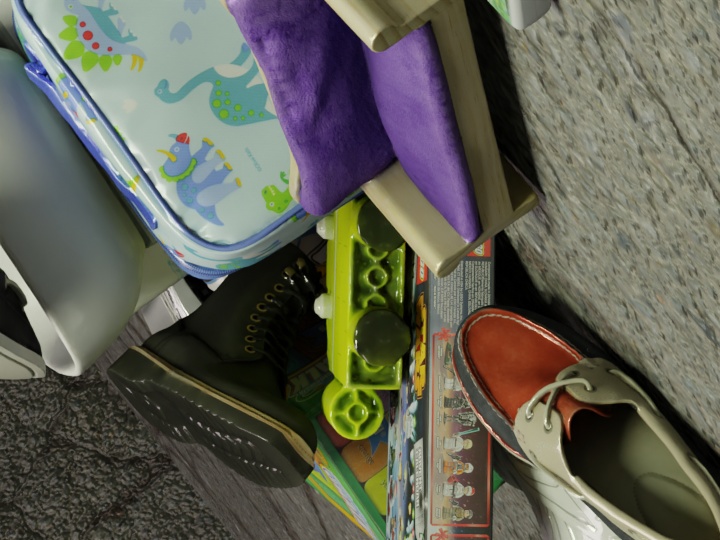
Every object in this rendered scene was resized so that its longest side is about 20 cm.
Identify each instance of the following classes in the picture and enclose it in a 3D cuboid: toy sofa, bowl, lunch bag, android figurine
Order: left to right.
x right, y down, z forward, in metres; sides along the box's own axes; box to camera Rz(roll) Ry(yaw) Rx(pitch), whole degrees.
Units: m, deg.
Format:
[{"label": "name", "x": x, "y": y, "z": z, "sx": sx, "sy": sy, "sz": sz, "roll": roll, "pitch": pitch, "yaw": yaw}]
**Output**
[{"label": "bowl", "x": -0.191, "y": -0.046, "z": 1.514, "sx": 0.200, "sy": 0.075, "sz": 0.200, "roll": 57, "pitch": 169, "yaw": -13}, {"label": "lunch bag", "x": -0.079, "y": -0.108, "z": 1.440, "sx": 0.200, "sy": 0.161, "sz": 0.082, "roll": 52, "pitch": 169, "yaw": 7}, {"label": "android figurine", "x": 0.000, "y": 0.000, "z": 1.559, "sx": 0.200, "sy": 0.041, "sz": 0.183, "roll": -147, "pitch": 58, "yaw": -81}, {"label": "toy sofa", "x": 0.012, "y": -0.081, "z": 1.298, "sx": 0.083, "sy": 0.097, "sz": 0.200, "roll": 48, "pitch": 167, "yaw": 32}]

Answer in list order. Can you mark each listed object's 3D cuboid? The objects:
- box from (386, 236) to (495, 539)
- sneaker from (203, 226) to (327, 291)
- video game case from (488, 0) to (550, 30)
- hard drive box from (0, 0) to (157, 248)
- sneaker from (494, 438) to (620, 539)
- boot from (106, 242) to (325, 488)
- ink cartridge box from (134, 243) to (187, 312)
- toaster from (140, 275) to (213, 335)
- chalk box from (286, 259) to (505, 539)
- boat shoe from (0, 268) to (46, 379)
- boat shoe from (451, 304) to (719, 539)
[{"label": "box", "x": 0.042, "y": 0.079, "z": 1.524, "sx": 0.137, "sy": 0.040, "sz": 0.201, "roll": 143, "pitch": 129, "yaw": -79}, {"label": "sneaker", "x": -0.049, "y": 0.001, "z": 1.820, "sx": 0.073, "sy": 0.072, "sz": 0.200, "roll": 51, "pitch": -169, "yaw": 8}, {"label": "video game case", "x": 0.008, "y": -0.210, "z": 1.114, "sx": 0.182, "sy": 0.022, "sz": 0.200, "roll": 50, "pitch": 169, "yaw": 26}, {"label": "hard drive box", "x": -0.115, "y": -0.136, "z": 1.531, "sx": 0.200, "sy": 0.156, "sz": 0.077, "roll": 56, "pitch": 170, "yaw": -6}, {"label": "sneaker", "x": 0.121, "y": 0.110, "z": 1.484, "sx": 0.200, "sy": 0.078, "sz": 0.100, "roll": 48, "pitch": 165, "yaw": 26}, {"label": "boot", "x": -0.054, "y": 0.042, "z": 1.632, "sx": 0.200, "sy": 0.138, "sz": 0.078, "roll": 24, "pitch": 154, "yaw": 53}, {"label": "ink cartridge box", "x": -0.142, "y": -0.068, "z": 1.737, "sx": 0.147, "sy": 0.200, "sz": 0.146, "roll": 56, "pitch": 170, "yaw": -7}, {"label": "toaster", "x": -0.089, "y": 0.036, "z": 2.088, "sx": 0.200, "sy": 0.113, "sz": 0.129, "roll": 56, "pitch": 166, "yaw": 5}, {"label": "chalk box", "x": 0.020, "y": 0.083, "z": 1.698, "sx": 0.125, "sy": 0.124, "sz": 0.200, "roll": 57, "pitch": 169, "yaw": -25}, {"label": "boat shoe", "x": -0.207, "y": 0.018, "z": 1.438, "sx": 0.200, "sy": 0.073, "sz": 0.061, "roll": 45, "pitch": -133, "yaw": -74}, {"label": "boat shoe", "x": 0.118, "y": 0.084, "z": 1.404, "sx": 0.200, "sy": 0.071, "sz": 0.063, "roll": 45, "pitch": 178, "yaw": 24}]
